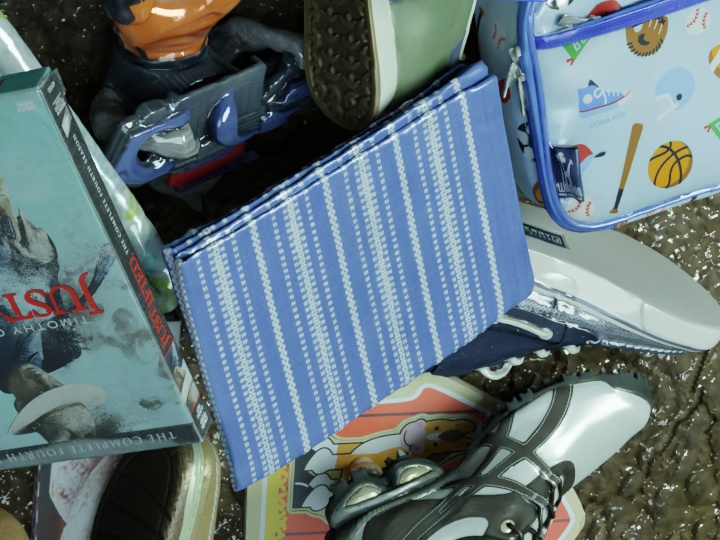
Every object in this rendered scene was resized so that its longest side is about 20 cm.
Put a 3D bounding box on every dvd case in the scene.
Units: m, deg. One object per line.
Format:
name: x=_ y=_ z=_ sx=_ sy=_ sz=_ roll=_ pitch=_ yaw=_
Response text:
dvd case: x=-0.168 y=0.007 z=1.039 sx=0.145 sy=0.022 sz=0.201 roll=-8 pitch=126 yaw=18

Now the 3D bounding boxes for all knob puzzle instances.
knob puzzle: x=0.034 y=0.148 z=1.299 sx=0.218 sy=0.030 sz=0.221 roll=-5 pitch=115 yaw=-11

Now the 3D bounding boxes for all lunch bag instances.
lunch bag: x=0.152 y=-0.115 z=1.162 sx=0.199 sy=0.076 sz=0.161 roll=-19 pitch=120 yaw=-18

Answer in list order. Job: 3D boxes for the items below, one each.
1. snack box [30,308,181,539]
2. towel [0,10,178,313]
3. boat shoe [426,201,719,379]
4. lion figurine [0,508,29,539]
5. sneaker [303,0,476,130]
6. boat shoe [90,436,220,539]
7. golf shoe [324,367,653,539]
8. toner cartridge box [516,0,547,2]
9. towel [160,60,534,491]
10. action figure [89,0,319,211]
snack box: x=-0.141 y=0.113 z=1.245 sx=0.071 sy=0.024 sz=0.201 roll=0 pitch=115 yaw=-15
towel: x=-0.189 y=-0.057 z=1.079 sx=0.048 sy=0.171 sz=0.200 roll=-48 pitch=121 yaw=-25
boat shoe: x=0.094 y=0.021 z=1.238 sx=0.199 sy=0.075 sz=0.093 roll=22 pitch=118 yaw=-16
lion figurine: x=-0.217 y=0.117 z=1.139 sx=0.122 sy=0.200 sz=0.073 roll=-28 pitch=162 yaw=-41
sneaker: x=0.022 y=-0.172 z=1.094 sx=0.090 sy=0.067 sz=0.201 roll=-24 pitch=129 yaw=-41
boat shoe: x=-0.106 y=0.169 z=1.238 sx=0.076 sy=0.072 sz=0.201 roll=4 pitch=122 yaw=-33
golf shoe: x=0.082 y=0.127 z=1.233 sx=0.199 sy=0.095 sz=0.078 roll=-27 pitch=143 yaw=-10
toner cartridge box: x=0.054 y=-0.220 z=0.996 sx=0.095 sy=0.043 sz=0.201 roll=0 pitch=116 yaw=-26
towel: x=0.000 y=0.000 z=1.107 sx=0.200 sy=0.024 sz=0.145 roll=-33 pitch=128 yaw=-25
action figure: x=-0.073 y=-0.124 z=1.134 sx=0.199 sy=0.104 sz=0.194 roll=-19 pitch=128 yaw=-37
